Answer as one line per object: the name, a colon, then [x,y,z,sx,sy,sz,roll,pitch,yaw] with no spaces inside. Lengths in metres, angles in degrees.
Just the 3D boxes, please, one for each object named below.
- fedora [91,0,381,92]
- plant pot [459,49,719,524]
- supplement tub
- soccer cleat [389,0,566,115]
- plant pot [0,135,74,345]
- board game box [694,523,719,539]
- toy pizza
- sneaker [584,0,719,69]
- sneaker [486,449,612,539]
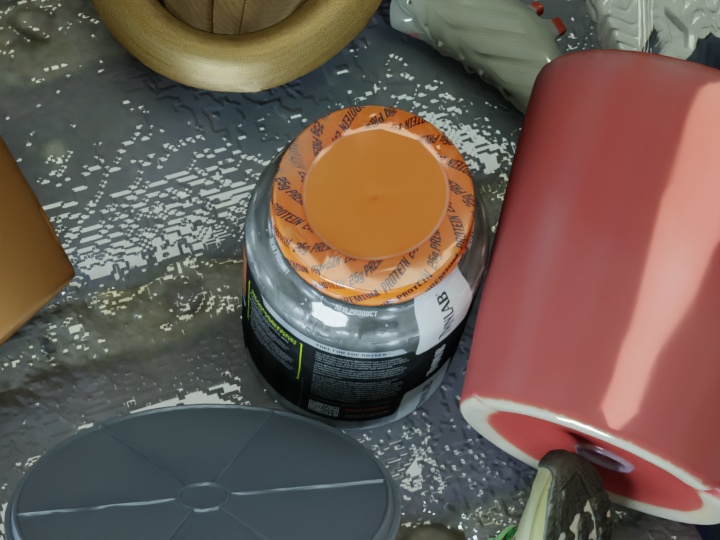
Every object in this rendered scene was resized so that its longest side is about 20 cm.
fedora: [-0.066,-0.189,1.131,0.200,0.082,0.201,-1,75,4]
plant pot: [0.147,0.017,0.967,0.200,0.200,0.178,23,75,5]
supplement tub: [0.000,0.000,1.009,0.122,0.200,0.123,1,70,-4]
soccer cleat: [0.062,-0.144,1.142,0.078,0.069,0.200,-29,67,-8]
plant pot: [-0.243,-0.004,1.009,0.200,0.200,0.140,-43,94,-17]
board game box: [0.245,0.075,1.076,0.165,0.057,0.200,-23,73,-14]
toy pizza: [-0.079,0.127,0.993,0.200,0.032,0.200,0,25,0]
sneaker: [0.161,-0.113,1.092,0.199,0.130,0.080,47,74,-16]
sneaker: [0.061,0.163,0.972,0.089,0.200,0.077,26,37,20]
